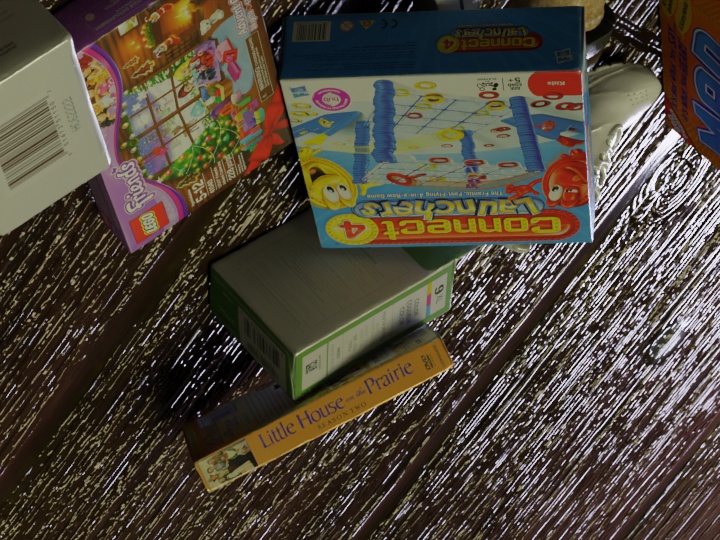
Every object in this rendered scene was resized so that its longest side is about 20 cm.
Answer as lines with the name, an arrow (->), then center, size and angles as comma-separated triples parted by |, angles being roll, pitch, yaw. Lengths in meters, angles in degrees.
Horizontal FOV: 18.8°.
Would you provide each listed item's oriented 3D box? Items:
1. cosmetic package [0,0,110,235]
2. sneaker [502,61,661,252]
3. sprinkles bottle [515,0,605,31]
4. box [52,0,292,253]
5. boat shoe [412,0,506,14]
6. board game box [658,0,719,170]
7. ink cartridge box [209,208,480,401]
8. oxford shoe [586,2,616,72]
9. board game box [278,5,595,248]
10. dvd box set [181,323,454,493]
cosmetic package -> -0.214, -0.123, 1.083 | 0.071, 0.200, 0.102 | -35, 149, -17
sneaker -> 0.164, -0.084, 1.702 | 0.200, 0.087, 0.075 | -40, 148, -11
sprinkles bottle -> 0.161, -0.261, 1.501 | 0.068, 0.068, 0.200 | -21, 142, -35
box -> -0.120, -0.114, 1.368 | 0.137, 0.039, 0.200 | -35, 149, -14
boat shoe -> 0.076, -0.217, 1.441 | 0.086, 0.075, 0.202 | -20, 138, -8
board game box -> 0.380, -0.175, 1.739 | 0.200, 0.200, 0.200 | -37, 149, -13
ink cartridge box -> 0.000, 0.000, 1.588 | 0.200, 0.104, 0.059 | -31, 147, -24
oxford shoe -> 0.102, -0.132, 1.585 | 0.200, 0.073, 0.085 | -22, 147, -32
board game box -> 0.057, -0.093, 1.478 | 0.199, 0.056, 0.196 | -1, 146, 8
dvd box set -> -0.035, 0.094, 1.609 | 0.200, 0.029, 0.146 | -27, -171, -5
